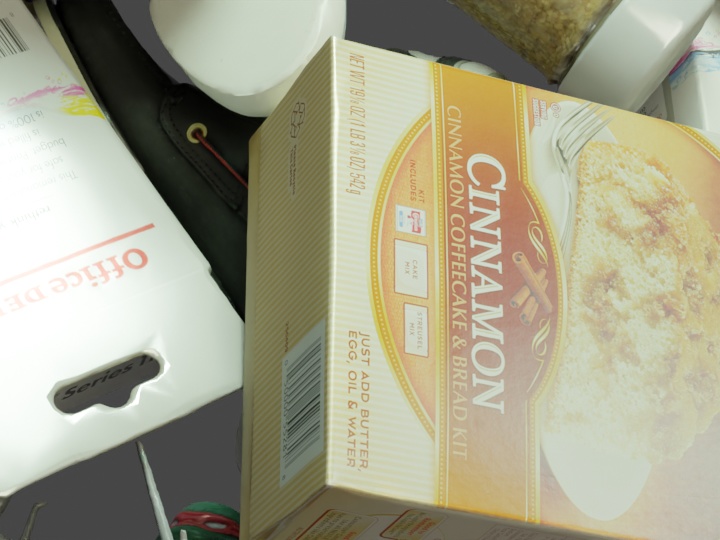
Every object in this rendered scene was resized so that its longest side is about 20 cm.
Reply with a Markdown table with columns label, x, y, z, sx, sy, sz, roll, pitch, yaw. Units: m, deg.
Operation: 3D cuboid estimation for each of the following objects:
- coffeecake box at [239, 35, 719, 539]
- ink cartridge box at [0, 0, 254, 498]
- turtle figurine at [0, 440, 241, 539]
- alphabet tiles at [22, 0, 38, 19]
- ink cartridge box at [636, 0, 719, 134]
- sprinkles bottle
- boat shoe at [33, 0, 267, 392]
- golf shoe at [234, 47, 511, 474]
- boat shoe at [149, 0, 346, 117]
| label | x | y | z | sx | sy | sz | roll | pitch | yaw |
| --- | --- | --- | --- | --- | --- | --- | --- | --- | --- |
| coffeecake box | 0.067 | 0.028 | 0.775 | 0.200 | 0.073 | 0.154 | 12 | 60 | -22 |
| ink cartridge box | -0.132 | -0.008 | 0.795 | 0.117 | 0.067 | 0.200 | -23 | 67 | -34 |
| turtle figurine | -0.075 | 0.137 | 0.777 | 0.101 | 0.150 | 0.200 | 32 | 60 | -35 |
| alphabet tiles | -0.147 | -0.199 | 0.922 | 0.166 | 0.006 | 0.200 | 20 | 64 | -24 |
| ink cartridge box | 0.165 | -0.051 | 0.997 | 0.116 | 0.067 | 0.200 | 16 | 53 | -26 |
| sprinkles bottle | 0.041 | -0.140 | 0.941 | 0.200 | 0.068 | 0.068 | 39 | 56 | 6 |
| boat shoe | -0.051 | -0.027 | 0.853 | 0.063 | 0.074 | 0.201 | -33 | 65 | -5 |
| golf shoe | 0.000 | 0.000 | 0.915 | 0.092 | 0.073 | 0.200 | 28 | 59 | 12 |
| boat shoe | -0.043 | -0.111 | 0.874 | 0.072 | 0.200 | 0.069 | -39 | 132 | 4 |
